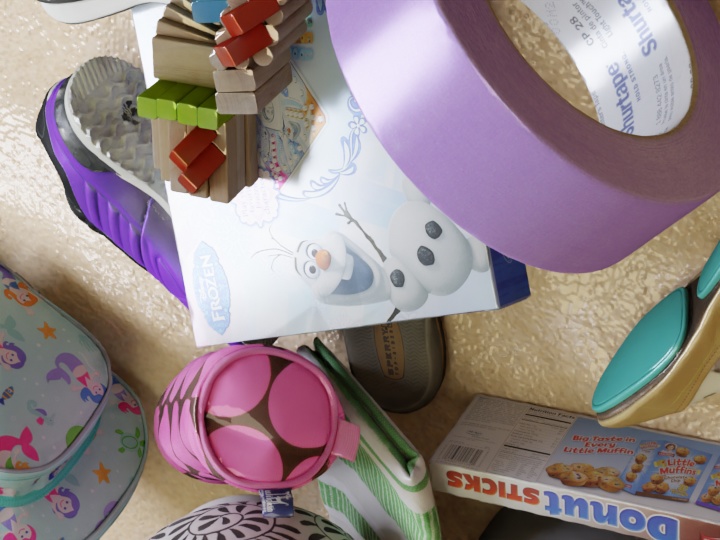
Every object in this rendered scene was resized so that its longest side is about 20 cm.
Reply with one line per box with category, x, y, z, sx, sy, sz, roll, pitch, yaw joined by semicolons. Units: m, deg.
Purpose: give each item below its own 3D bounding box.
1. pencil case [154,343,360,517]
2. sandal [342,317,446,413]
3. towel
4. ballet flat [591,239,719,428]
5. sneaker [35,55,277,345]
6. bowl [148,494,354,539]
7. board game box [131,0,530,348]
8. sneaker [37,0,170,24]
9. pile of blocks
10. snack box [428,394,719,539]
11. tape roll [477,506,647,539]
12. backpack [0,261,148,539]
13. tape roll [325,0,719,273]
pencil case;-0.066;0.091;1.050;0.093;0.200;0.092;7;86;-13
sandal;0.000;0.000;1.022;0.081;0.055;0.202;5;119;27
towel;0.009;0.157;1.084;0.153;0.023;0.202;44;148;48
ballet flat;0.189;0.026;0.924;0.063;0.069;0.201;27;132;-5
sneaker;-0.120;-0.034;1.070;0.099;0.070;0.201;-15;116;52
bowl;-0.067;0.198;1.077;0.198;0.095;0.202;-4;134;-4
board game box;-0.020;-0.069;0.957;0.197;0.043;0.202;-8;94;33
sneaker;-0.126;-0.185;0.925;0.199;0.115;0.076;-11;69;33
pile of blocks;-0.069;-0.114;0.893;0.082;0.062;0.201;31;123;5
snack box;0.142;0.114;1.000;0.198;0.072;0.025;10;122;25
tape roll;0.147;0.227;1.075;0.199;0.066;0.202;15;126;21
backpack;-0.236;0.105;1.152;0.200;0.178;0.151;41;136;-4
tape roll;0.082;-0.102;0.813;0.200;0.200;0.066;48;130;-5
